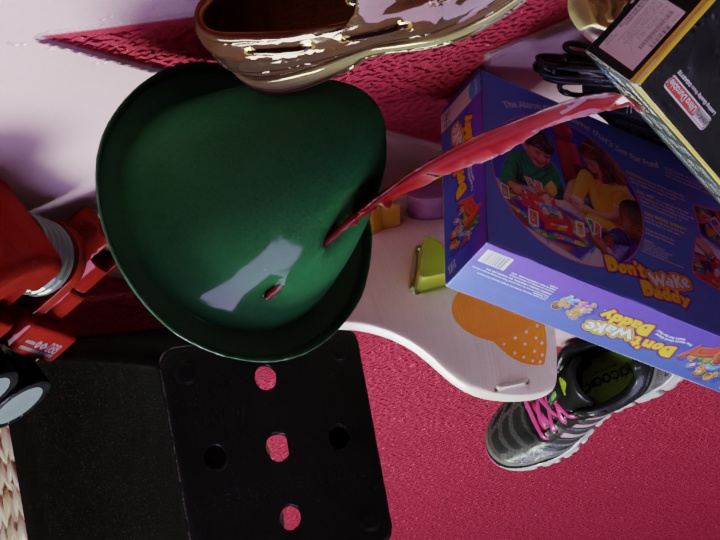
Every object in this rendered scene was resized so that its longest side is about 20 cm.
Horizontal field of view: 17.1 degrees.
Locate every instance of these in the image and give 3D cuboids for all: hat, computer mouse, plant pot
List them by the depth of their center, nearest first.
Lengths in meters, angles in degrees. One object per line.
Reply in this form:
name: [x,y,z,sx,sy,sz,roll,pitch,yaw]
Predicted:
hat: [-0.009,-0.067,1.199,0.176,0.166,0.200,-32,-173,47]
computer mouse: [0.189,-0.101,1.417,0.138,0.053,0.200,18,177,18]
plant pot: [-0.090,0.120,1.485,0.199,0.201,0.177,-6,171,-28]

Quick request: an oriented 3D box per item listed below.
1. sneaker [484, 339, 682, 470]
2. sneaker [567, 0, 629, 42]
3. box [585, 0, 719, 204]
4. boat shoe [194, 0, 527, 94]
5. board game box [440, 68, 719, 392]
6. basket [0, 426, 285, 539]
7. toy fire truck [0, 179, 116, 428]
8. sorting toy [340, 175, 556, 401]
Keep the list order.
sneaker: [0.177,0.102,2.008,0.199,0.074,0.087,-31,158,23]
sneaker: [0.199,-0.139,1.329,0.199,0.075,0.090,-9,155,-21]
box: [0.228,-0.114,1.263,0.160,0.049,0.200,-49,135,-1]
boat shoe: [0.011,-0.143,1.153,0.199,0.072,0.068,-21,163,20]
board game box: [0.143,-0.022,1.400,0.199,0.135,0.045,21,136,-23]
basket: [-0.170,0.165,1.628,0.197,0.201,0.161,-7,171,-30]
toy fire truck: [-0.175,-0.001,1.360,0.200,0.129,0.176,-40,164,5]
sorting toy: [0.000,0.000,1.446,0.179,0.107,0.200,-3,-162,-23]
